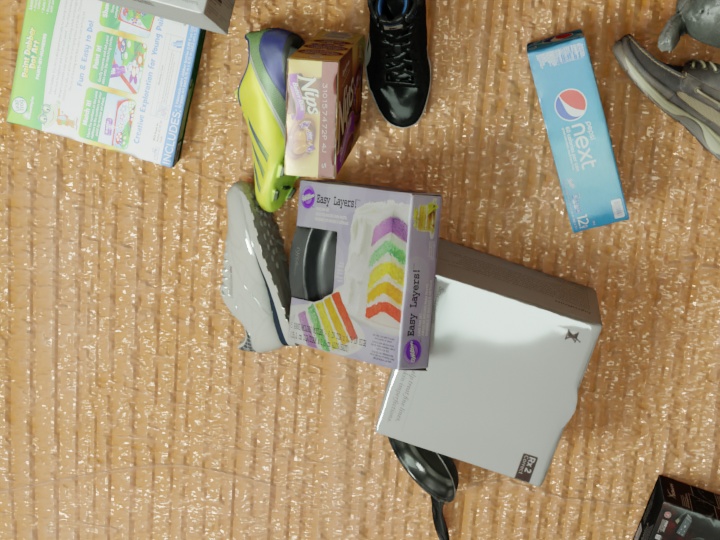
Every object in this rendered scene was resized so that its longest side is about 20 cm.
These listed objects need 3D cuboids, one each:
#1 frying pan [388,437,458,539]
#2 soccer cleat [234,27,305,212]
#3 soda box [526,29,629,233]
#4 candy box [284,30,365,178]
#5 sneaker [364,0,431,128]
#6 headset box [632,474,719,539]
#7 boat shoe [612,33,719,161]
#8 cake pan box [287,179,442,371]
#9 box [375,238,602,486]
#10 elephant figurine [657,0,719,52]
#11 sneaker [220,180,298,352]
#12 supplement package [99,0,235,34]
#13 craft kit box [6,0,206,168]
[{"bbox_3d":[0.092,0.248,1.572,0.031,0.115,0.191,-36,106,-23],"label":"frying pan"},{"bbox_3d":[-0.100,-0.166,1.489,0.083,0.065,0.202,14,110,22],"label":"soccer cleat"},{"bbox_3d":[0.230,-0.148,1.443,0.064,0.068,0.202,-13,105,10],"label":"soda box"},{"bbox_3d":[-0.035,-0.175,1.398,0.056,0.200,0.118,4,107,5],"label":"candy box"},{"bbox_3d":[0.033,-0.240,1.416,0.072,0.112,0.202,0,107,8],"label":"sneaker"},{"bbox_3d":[0.415,0.345,1.567,0.198,0.077,0.150,19,108,2],"label":"headset box"},{"bbox_3d":[0.349,-0.187,1.420,0.199,0.075,0.073,38,104,-14],"label":"boat shoe"},{"bbox_3d":[0.000,0.000,1.454,0.199,0.052,0.186,13,98,49],"label":"cake pan box"},{"bbox_3d":[0.140,0.099,1.497,0.198,0.131,0.201,18,108,1],"label":"box"},{"bbox_3d":[0.425,-0.252,1.365,0.199,0.142,0.155,35,138,-20],"label":"elephant figurine"},{"bbox_3d":[-0.126,-0.001,1.533,0.080,0.076,0.202,-9,104,19],"label":"sneaker"},{"bbox_3d":[-0.191,-0.362,1.363,0.150,0.151,0.202,15,93,3],"label":"supplement package"},{"bbox_3d":[-0.276,-0.235,1.493,0.196,0.049,0.202,15,108,-1],"label":"craft kit box"}]
